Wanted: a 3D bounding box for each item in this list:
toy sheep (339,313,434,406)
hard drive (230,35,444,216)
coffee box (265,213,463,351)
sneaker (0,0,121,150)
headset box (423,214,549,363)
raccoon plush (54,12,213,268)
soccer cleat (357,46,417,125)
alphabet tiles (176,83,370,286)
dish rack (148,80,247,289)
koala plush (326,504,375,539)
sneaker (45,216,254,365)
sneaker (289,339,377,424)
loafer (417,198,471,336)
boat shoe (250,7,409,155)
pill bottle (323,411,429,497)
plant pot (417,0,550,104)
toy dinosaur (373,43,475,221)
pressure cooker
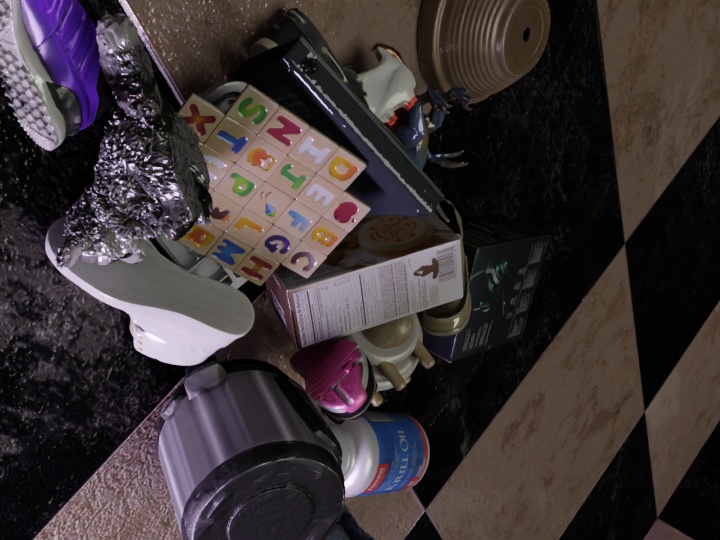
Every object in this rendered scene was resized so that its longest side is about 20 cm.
[{"bbox_3d":[0.015,0.090,1.033,0.138,0.138,0.200,-38,174,-30],"label":"toy sheep"},{"bbox_3d":[-0.024,-0.128,0.801,0.200,0.139,0.033,45,74,-24],"label":"hard drive"},{"bbox_3d":[0.000,0.000,0.928,0.198,0.114,0.080,-16,122,-15],"label":"coffee box"},{"bbox_3d":[-0.233,-0.200,0.637,0.099,0.069,0.201,-36,142,-34],"label":"sneaker"},{"bbox_3d":[0.166,0.023,1.211,0.199,0.092,0.176,-12,120,-46],"label":"headset box"},{"bbox_3d":[-0.205,-0.093,0.669,0.097,0.133,0.202,-83,158,-67],"label":"raccoon plush"},{"bbox_3d":[-0.026,-0.159,0.913,0.200,0.078,0.069,-41,-177,-7],"label":"soccer cleat"},{"bbox_3d":[-0.095,-0.069,0.756,0.199,0.006,0.166,30,116,-30],"label":"alphabet tiles"},{"bbox_3d":[-0.144,-0.074,0.813,0.171,0.044,0.201,-40,138,-10],"label":"dish rack"},{"bbox_3d":[-0.085,0.373,1.072,0.200,0.183,0.178,38,80,-40],"label":"koala plush"},{"bbox_3d":[-0.212,0.032,0.785,0.199,0.115,0.074,30,50,-22],"label":"sneaker"},{"bbox_3d":[-0.015,0.125,0.899,0.074,0.200,0.088,-43,105,-9],"label":"sneaker"},{"bbox_3d":[0.098,-0.010,1.056,0.069,0.075,0.201,68,17,-50],"label":"loafer"},{"bbox_3d":[-0.016,-0.175,0.843,0.200,0.072,0.068,44,67,-16],"label":"boat shoe"},{"bbox_3d":[-0.002,0.246,1.126,0.199,0.112,0.113,12,102,-52],"label":"pill bottle"},{"bbox_3d":[0.168,-0.299,1.030,0.200,0.092,0.202,-26,129,-37],"label":"plant pot"},{"bbox_3d":[0.065,-0.151,1.029,0.105,0.200,0.182,-37,172,-49],"label":"toy dinosaur"},{"bbox_3d":[-0.125,0.193,0.886,0.177,0.200,0.177,13,113,-32],"label":"pressure cooker"}]
